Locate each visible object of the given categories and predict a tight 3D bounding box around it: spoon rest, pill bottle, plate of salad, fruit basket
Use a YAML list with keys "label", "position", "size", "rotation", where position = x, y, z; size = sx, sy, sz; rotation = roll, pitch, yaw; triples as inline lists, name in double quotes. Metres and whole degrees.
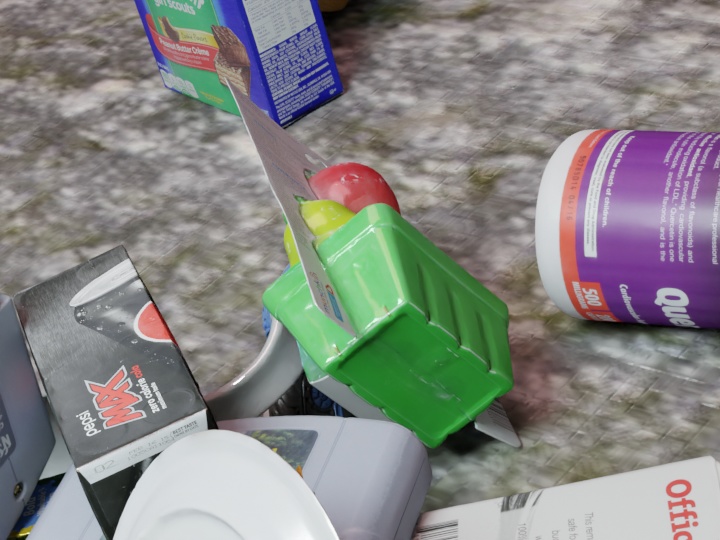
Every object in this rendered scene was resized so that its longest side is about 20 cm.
- label: "spoon rest"
  position: [-0.118, 0.080, 1.083]
  size: [0.199, 0.100, 0.061]
  rotation: [-27, 33, 16]
- label: "pill bottle"
  position: [0.207, -0.022, 1.105]
  size: [0.199, 0.113, 0.113]
  rotation: [4, 36, 31]
- label: "plate of salad"
  position: [-0.049, 0.167, 0.809]
  size: [0.048, 0.202, 0.200]
  rotation: [-1, 16, -39]
- label: "fruit basket"
  position: [0.000, 0.000, 1.089]
  size: [0.094, 0.185, 0.200]
  rotation: [-43, 43, 10]

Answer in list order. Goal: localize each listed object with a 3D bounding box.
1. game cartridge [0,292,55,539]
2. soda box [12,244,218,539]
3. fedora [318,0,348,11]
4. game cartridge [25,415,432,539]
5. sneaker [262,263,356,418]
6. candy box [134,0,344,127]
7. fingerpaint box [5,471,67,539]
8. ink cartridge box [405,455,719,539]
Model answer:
- label: "game cartridge"
  position: [-0.220, 0.106, 0.939]
  size: [0.041, 0.134, 0.200]
  rotation: [9, 38, 22]
- label: "soda box"
  position: [-0.117, 0.062, 0.964]
  size: [0.070, 0.064, 0.200]
  rotation: [-25, 29, -8]
- label: "fedora"
  position: [-0.061, -0.262, 1.618]
  size: [0.199, 0.082, 0.201]
  rotation: [13, 7, -2]
- label: "game cartridge"
  position: [-0.071, 0.123, 0.930]
  size: [0.199, 0.041, 0.133]
  rotation: [-7, 27, 23]
- label: "sneaker"
  position: [-0.021, 0.042, 1.173]
  size: [0.077, 0.076, 0.200]
  rotation: [-29, 23, 34]
- label: "candy box"
  position: [-0.112, -0.226, 1.506]
  size: [0.077, 0.201, 0.169]
  rotation: [-33, 34, -26]
- label: "fingerpaint box"
  position: [-0.202, 0.200, 0.984]
  size: [0.166, 0.074, 0.200]
  rotation: [-15, 30, 2]
- label: "ink cartridge box"
  position: [0.079, 0.174, 0.875]
  size: [0.199, 0.085, 0.146]
  rotation: [-12, 30, 10]
